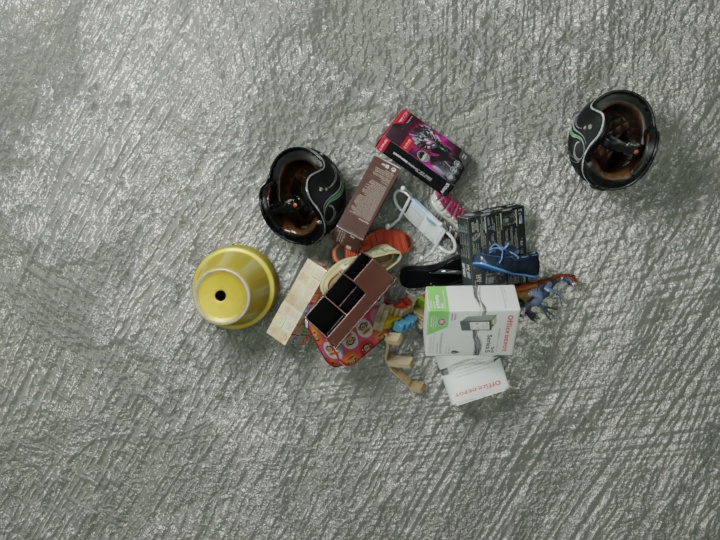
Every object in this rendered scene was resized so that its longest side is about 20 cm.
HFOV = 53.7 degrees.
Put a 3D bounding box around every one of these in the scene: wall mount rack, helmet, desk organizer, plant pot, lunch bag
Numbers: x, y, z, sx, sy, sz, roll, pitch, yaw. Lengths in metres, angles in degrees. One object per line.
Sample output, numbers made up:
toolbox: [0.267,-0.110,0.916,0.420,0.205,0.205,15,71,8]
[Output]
wall mount rack: [0.134,-0.112,1.601,0.200,0.174,0.075,45,59,13]
helmet: [-0.124,-0.176,1.617,0.199,0.191,0.200,10,136,9]
helmet: [0.556,-0.291,1.575,0.199,0.191,0.200,5,131,6]
desk organizer: [-0.024,0.061,1.543,0.200,0.072,0.077,-49,118,-4]
plant pot: [-0.303,0.046,1.649,0.200,0.189,0.201,0,96,3]
lunch bag: [-0.025,0.111,1.659,0.200,0.082,0.176,-33,97,-32]

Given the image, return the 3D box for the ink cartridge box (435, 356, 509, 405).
ink cartridge box: [0.254,0.202,1.701,0.144,0.084,0.200,-18,95,4]

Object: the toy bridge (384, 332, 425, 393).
toy bridge: [0.094,0.217,1.692,0.067,0.027,0.200,2,135,34]

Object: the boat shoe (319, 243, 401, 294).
boat shoe: [0.000,0.000,1.610,0.200,0.063,0.073,-33,109,-15]

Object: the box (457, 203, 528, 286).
box: [0.309,-0.042,1.646,0.160,0.044,0.201,-14,106,-23]

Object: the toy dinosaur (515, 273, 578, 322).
toy dinosaur: [0.424,0.043,1.652,0.200,0.105,0.182,49,59,-16]

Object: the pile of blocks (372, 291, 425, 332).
pile of blocks: [0.119,0.092,1.648,0.200,0.082,0.062,-19,140,-32]

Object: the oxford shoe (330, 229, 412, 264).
oxford shoe: [0.024,-0.053,1.694,0.199,0.073,0.071,-9,82,-14]

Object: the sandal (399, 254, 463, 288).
sandal: [0.194,0.014,1.690,0.200,0.043,0.076,-12,127,9]

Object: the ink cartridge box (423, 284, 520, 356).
ink cartridge box: [0.243,0.112,1.577,0.199,0.084,0.146,-1,130,0]

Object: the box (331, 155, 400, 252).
box: [0.012,-0.151,1.626,0.075,0.100,0.200,26,71,-1]

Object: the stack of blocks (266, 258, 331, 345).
stack of blocks: [-0.128,0.077,1.678,0.059,0.115,0.200,32,96,19]

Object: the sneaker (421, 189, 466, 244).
sneaker: [0.212,-0.102,1.675,0.087,0.074,0.200,-25,119,41]

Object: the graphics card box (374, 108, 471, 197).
graphics card box: [0.146,-0.272,1.632,0.200,0.126,0.051,36,140,-3]

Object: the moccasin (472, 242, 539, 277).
moccasin: [0.326,-0.028,1.599,0.200,0.080,0.068,8,92,-42]
